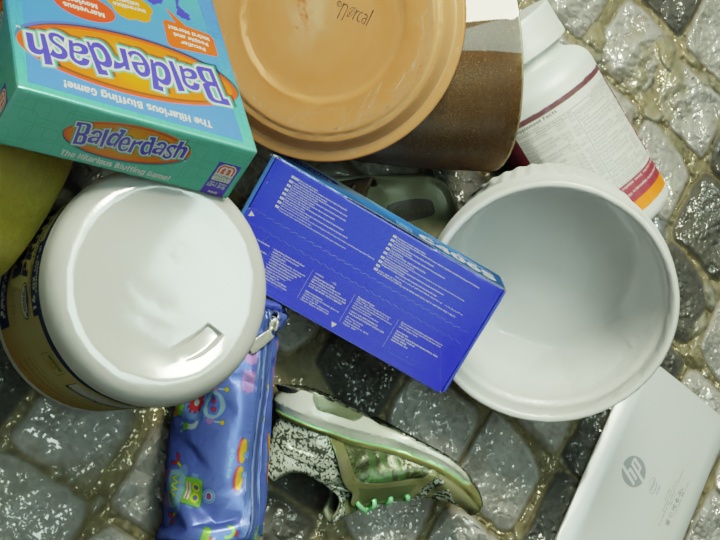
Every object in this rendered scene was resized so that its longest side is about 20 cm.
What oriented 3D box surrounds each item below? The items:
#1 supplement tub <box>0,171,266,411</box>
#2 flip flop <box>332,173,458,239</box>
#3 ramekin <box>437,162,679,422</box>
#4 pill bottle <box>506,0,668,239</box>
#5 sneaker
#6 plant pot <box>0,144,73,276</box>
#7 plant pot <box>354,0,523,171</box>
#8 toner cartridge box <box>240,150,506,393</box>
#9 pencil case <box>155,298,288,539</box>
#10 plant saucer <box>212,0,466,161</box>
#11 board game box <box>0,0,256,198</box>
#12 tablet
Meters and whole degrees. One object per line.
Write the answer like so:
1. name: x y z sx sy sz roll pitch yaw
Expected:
1. supplement tub: -0.160 0.019 0.809 0.143 0.199 0.147 4 81 -27
2. flip flop: 0.001 -0.039 0.981 0.198 0.057 0.082 -10 89 -28
3. ramekin: 0.150 0.009 0.985 0.197 0.105 0.203 2 110 6
4. pill bottle: 0.172 -0.122 1.051 0.109 0.109 0.201 -39 102 -25
5. sneaker: 0.004 0.161 0.964 0.198 0.077 0.090 28 86 -17
6. plant pot: -0.266 -0.073 0.768 0.141 0.199 0.202 33 71 -24
7. plant pot: 0.001 -0.160 0.944 0.197 0.187 0.190 -8 88 -12
8. toner cartridge box: 0.000 0.000 0.911 0.198 0.043 0.096 30 102 -8
9. pencil case: -0.098 0.110 0.898 0.077 0.086 0.203 14 79 -42
10. plant saucer: -0.025 -0.176 0.847 0.197 0.032 0.204 1 103 3
11. board game box: -0.156 -0.145 0.749 0.151 0.045 0.202 12 44 -36
12. tablet: 0.261 0.194 1.118 0.130 0.014 0.202 36 69 -20
